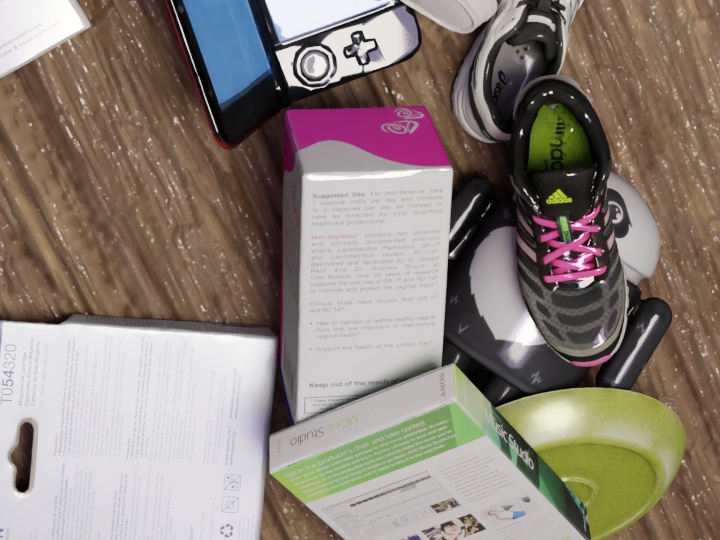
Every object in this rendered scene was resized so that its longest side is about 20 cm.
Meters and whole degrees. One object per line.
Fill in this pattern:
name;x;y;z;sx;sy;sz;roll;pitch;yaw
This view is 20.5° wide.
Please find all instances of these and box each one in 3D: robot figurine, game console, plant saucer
robot figurine;0.126;0.016;1.411;0.150;0.125;0.200;32;94;-26
game console;-0.053;-0.206;1.331;0.172;0.119;0.200;-20;106;-7
plant saucer;0.140;0.153;1.431;0.200;0.031;0.200;-7;143;-5

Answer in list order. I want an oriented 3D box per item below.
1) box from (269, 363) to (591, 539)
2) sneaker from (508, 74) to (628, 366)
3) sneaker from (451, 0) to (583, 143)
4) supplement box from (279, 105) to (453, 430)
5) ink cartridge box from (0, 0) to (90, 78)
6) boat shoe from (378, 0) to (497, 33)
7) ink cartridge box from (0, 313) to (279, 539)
box;0.050;0.149;1.358;0.144;0.036;0.200;-22;136;21
sneaker;0.133;-0.037;1.309;0.074;0.087;0.200;-6;83;8
sneaker;0.127;-0.182;1.390;0.076;0.088;0.200;14;97;-12
supplement box;0.000;0.000;1.335;0.103;0.101;0.200;-3;121;-8
ink cartridge box;-0.261;-0.228;1.270;0.083;0.145;0.200;-30;106;-2
boat shoe;0.005;-0.209;1.325;0.200;0.071;0.069;35;66;-25
ink cartridge box;-0.166;0.132;1.420;0.200;0.043;0.197;5;99;-10
